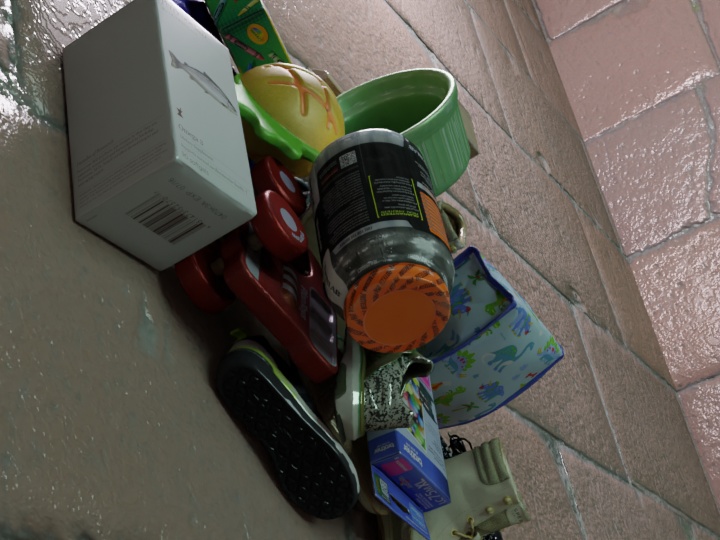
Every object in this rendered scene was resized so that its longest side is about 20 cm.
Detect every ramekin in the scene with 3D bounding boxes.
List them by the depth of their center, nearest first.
[{"bbox_3d":[0.034,-0.146,1.498,0.201,0.198,0.098,-80,150,-58],"label":"ramekin"}]

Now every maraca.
[{"bbox_3d":[-0.081,-0.152,1.286,0.137,0.107,0.200,40,15,9],"label":"maraca"}]

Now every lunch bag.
[{"bbox_3d":[0.112,0.096,1.494,0.170,0.200,0.128,40,11,-49],"label":"lunch bag"}]

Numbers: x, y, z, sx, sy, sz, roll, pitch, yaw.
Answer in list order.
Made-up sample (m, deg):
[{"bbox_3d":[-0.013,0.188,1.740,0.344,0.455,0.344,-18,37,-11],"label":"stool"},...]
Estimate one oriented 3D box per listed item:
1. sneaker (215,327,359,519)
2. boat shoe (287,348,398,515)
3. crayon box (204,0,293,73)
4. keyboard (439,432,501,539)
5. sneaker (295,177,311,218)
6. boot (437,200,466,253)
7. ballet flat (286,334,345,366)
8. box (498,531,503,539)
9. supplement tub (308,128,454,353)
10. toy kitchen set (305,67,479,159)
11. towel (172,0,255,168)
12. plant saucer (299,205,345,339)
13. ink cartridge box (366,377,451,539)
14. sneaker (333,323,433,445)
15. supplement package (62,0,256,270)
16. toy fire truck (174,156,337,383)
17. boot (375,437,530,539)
[{"bbox_3d":[-0.059,0.138,1.196,0.201,0.071,0.083,58,20,-15],"label":"sneaker"},{"bbox_3d":[-0.028,0.155,1.266,0.072,0.064,0.202,-40,106,-49],"label":"boat shoe"},{"bbox_3d":[-0.114,-0.246,1.435,0.119,0.058,0.201,64,1,40],"label":"crayon box"},{"bbox_3d":[0.111,0.225,1.431,0.201,0.039,0.104,60,20,-9],"label":"keyboard"},{"bbox_3d":[-0.073,-0.067,1.401,0.081,0.074,0.200,65,19,3],"label":"sneaker"},{"bbox_3d":[0.038,-0.018,1.475,0.073,0.153,0.200,63,22,-2],"label":"boot"},{"bbox_3d":[-0.015,0.123,1.354,0.200,0.069,0.070,39,31,-45],"label":"ballet flat"},{"bbox_3d":[0.113,0.331,1.422,0.198,0.049,0.202,40,30,-49],"label":"box"},{"bbox_3d":[0.020,-0.028,1.197,0.123,0.122,0.201,46,23,-39],"label":"supplement tub"},{"bbox_3d":[0.020,-0.222,1.663,0.200,0.179,0.164,45,26,-39],"label":"toy kitchen set"},{"bbox_3d":[-0.159,-0.204,1.387,0.202,0.049,0.148,64,21,-2],"label":"towel"},{"bbox_3d":[0.000,0.000,1.383,0.201,0.200,0.029,53,-13,-26],"label":"plant saucer"},{"bbox_3d":[0.043,0.157,1.282,0.119,0.042,0.202,49,27,-45],"label":"ink cartridge box"},{"bbox_3d":[0.028,0.083,1.224,0.077,0.087,0.202,88,9,-49],"label":"sneaker"},{"bbox_3d":[-0.182,-0.126,1.141,0.117,0.117,0.202,34,35,-49],"label":"supplement package"},{"bbox_3d":[-0.080,0.000,1.211,0.168,0.112,0.201,51,15,-23],"label":"toy fire truck"},{"bbox_3d":[0.100,0.276,1.295,0.072,0.153,0.202,62,13,-54],"label":"boot"}]
